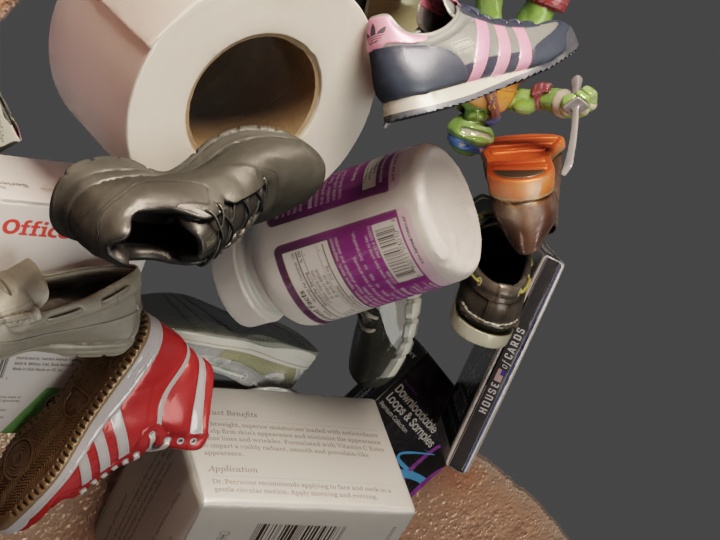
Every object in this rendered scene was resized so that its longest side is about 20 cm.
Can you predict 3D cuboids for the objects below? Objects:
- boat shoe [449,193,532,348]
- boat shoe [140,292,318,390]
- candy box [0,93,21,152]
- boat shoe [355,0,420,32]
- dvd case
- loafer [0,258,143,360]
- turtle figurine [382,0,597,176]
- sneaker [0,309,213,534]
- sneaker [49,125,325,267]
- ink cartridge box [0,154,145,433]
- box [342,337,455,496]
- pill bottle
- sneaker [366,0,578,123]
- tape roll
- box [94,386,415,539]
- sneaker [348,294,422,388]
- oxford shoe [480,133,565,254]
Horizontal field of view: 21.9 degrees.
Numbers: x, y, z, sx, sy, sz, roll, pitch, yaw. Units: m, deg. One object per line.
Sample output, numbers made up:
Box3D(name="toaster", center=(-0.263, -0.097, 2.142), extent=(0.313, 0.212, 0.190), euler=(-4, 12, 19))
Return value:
Box3D(name="boat shoe", center=(0.113, -0.013, 1.568), extent=(0.072, 0.201, 0.061), euler=(17, 122, -8))
Box3D(name="boat shoe", center=(-0.121, 0.068, 1.538), extent=(0.202, 0.074, 0.065), euler=(14, 107, -49))
Box3D(name="candy box", center=(-0.342, -0.088, 1.218), extent=(0.200, 0.136, 0.061), euler=(-32, 136, -12))
Box3D(name="boat shoe", center=(0.044, -0.264, 1.430), extent=(0.074, 0.063, 0.202), euler=(19, 95, -21))
Box3D(name="dvd case", center=(0.121, 0.071, 1.642), extent=(0.025, 0.150, 0.200), euler=(25, 96, -4))
Box3D(name="loafer", center=(-0.244, 0.024, 1.302), extent=(0.200, 0.070, 0.070), euler=(-4, 117, -40))
Box3D(name="turtle figurine", center=(0.125, -0.179, 1.471), extent=(0.200, 0.144, 0.194), euler=(-9, 116, -78))
Box3D(name="sneaker", center=(-0.191, 0.132, 1.415), extent=(0.200, 0.071, 0.112), euler=(-51, 135, 2))
Box3D(name="sneaker", center=(-0.105, -0.040, 1.260), extent=(0.200, 0.091, 0.076), euler=(-17, 127, -28))
Box3D(name="ink cartridge box", center=(-0.256, 0.019, 1.393), extent=(0.145, 0.084, 0.200), euler=(4, 118, -38))
Box3D(name="box", center=(0.013, 0.170, 1.734), extent=(0.200, 0.036, 0.143), euler=(-44, 136, -4))
Box3D(name="pill bottle", center=(-0.014, -0.020, 1.472), extent=(0.200, 0.112, 0.112), euler=(-17, 142, 24))
Box3D(name="sneaker", center=(0.084, -0.169, 1.352), extent=(0.200, 0.070, 0.082), euler=(-25, 99, -44))
Box3D(name="tape roll", center=(-0.107, -0.150, 1.342), extent=(0.202, 0.139, 0.203), euler=(-18, 129, -24))
Box3D(name="box", center=(-0.094, 0.211, 1.567), extent=(0.199, 0.131, 0.200), euler=(6, 132, -28))
Box3D(name="sneaker", center=(0.000, 0.000, 1.586), extent=(0.115, 0.075, 0.200), euler=(11, 103, -35))
Box3D(name="oxford shoe", center=(0.136, -0.069, 1.558), extent=(0.071, 0.200, 0.073), euler=(-2, 107, 11))
